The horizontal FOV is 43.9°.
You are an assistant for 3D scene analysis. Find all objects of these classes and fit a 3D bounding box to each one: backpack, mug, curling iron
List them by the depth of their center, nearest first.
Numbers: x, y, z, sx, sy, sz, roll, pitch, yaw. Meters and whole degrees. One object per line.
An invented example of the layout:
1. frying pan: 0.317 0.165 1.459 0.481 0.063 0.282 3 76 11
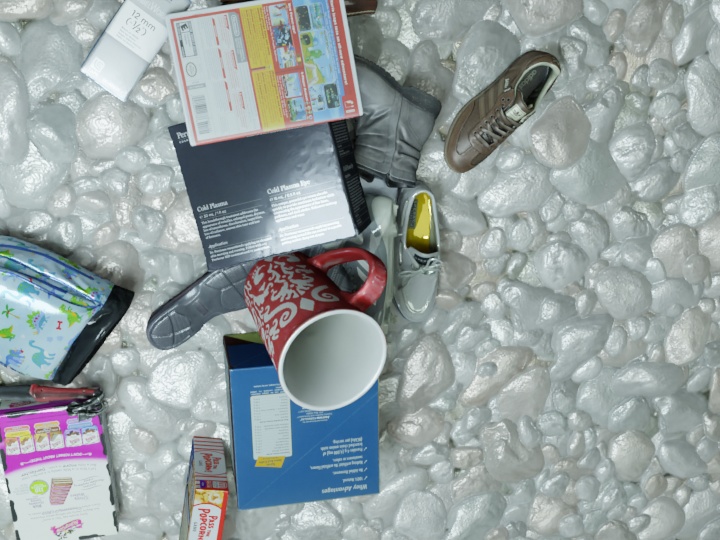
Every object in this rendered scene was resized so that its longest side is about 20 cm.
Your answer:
1. mug: -0.049 0.053 1.111 0.177 0.200 0.134 -30 123 -9
2. backpack: -0.416 0.045 1.117 0.200 0.154 0.163 40 110 -7
3. curling iron: -0.420 0.164 1.160 0.198 0.050 0.026 5 116 16

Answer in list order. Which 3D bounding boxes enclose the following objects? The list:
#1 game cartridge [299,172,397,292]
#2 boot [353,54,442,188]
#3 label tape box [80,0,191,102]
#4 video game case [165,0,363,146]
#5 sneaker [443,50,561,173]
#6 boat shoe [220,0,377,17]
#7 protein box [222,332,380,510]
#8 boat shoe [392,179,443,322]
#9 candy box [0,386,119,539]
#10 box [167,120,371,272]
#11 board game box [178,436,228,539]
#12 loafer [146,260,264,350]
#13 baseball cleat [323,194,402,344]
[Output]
1. game cartridge: -0.031 -0.044 1.221 0.132 0.040 0.201 21 101 -13
2. boot: 0.005 -0.192 1.152 0.199 0.070 0.133 23 85 -16
3. label tape box: -0.243 -0.302 1.042 0.066 0.143 0.200 36 96 -21
4. video game case: -0.105 -0.227 0.998 0.198 0.017 0.144 -11 98 -9
5. sneaker: 0.188 -0.213 1.197 0.070 0.076 0.200 37 95 -19
6. boat shoe: -0.076 -0.316 1.116 0.198 0.070 0.071 -4 100 -2
7. protein box: -0.081 0.196 1.224 0.197 0.135 0.202 -4 106 -11
8. boat shoe: 0.083 -0.018 1.224 0.074 0.086 0.204 -1 105 -12
9. candy box: -0.408 0.267 1.214 0.135 0.061 0.202 -6 106 -11
10. box: -0.107 -0.116 1.103 0.198 0.104 0.184 -12 100 12
11. board game box: -0.221 0.355 1.232 0.046 0.152 0.202 7 105 -13
12. loafer: -0.200 0.029 1.191 0.199 0.063 0.072 -32 120 -4
13. baseball cleat: 0.000 0.000 1.184 0.105 0.070 0.202 5 90 6
